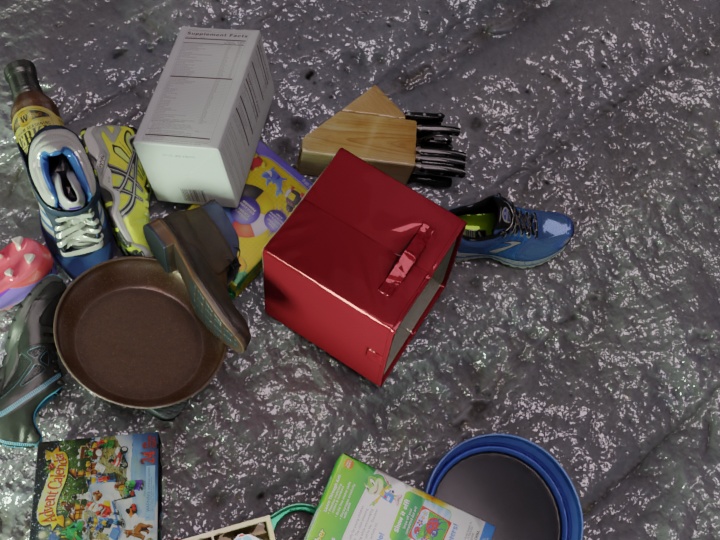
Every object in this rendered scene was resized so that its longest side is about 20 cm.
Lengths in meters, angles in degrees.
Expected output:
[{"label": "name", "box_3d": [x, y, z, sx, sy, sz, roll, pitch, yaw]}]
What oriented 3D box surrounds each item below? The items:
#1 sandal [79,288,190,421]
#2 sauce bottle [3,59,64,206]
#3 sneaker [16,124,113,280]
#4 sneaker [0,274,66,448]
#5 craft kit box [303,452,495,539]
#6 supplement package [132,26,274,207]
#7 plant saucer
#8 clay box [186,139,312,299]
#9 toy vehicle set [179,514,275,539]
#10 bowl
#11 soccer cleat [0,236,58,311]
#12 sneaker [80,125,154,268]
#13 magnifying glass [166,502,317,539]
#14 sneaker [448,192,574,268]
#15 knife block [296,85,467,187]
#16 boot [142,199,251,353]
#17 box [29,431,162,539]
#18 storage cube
[{"label": "sandal", "box_3d": [-0.272, 0.096, 1.179, 0.076, 0.043, 0.200, -34, 73, -31]}, {"label": "sauce bottle", "box_3d": [-0.402, -0.171, 1.245, 0.064, 0.065, 0.202, -19, 72, -18]}, {"label": "sneaker", "box_3d": [-0.331, -0.064, 1.128, 0.079, 0.146, 0.203, -13, 107, -13]}, {"label": "sneaker", "box_3d": [-0.372, 0.105, 1.140, 0.081, 0.073, 0.203, 19, 76, -7]}, {"label": "craft kit box", "box_3d": [0.026, 0.336, 1.093, 0.196, 0.049, 0.202, 27, 65, -4]}, {"label": "supplement package", "box_3d": [-0.189, -0.195, 1.242, 0.112, 0.110, 0.202, 6, 56, 12]}, {"label": "plant saucer", "box_3d": [-0.253, 0.076, 1.147, 0.197, 0.037, 0.203, 10, 53, -13]}, {"label": "clay box", "box_3d": [-0.153, -0.058, 1.258, 0.114, 0.048, 0.200, 38, 65, 6]}, {"label": "toy vehicle set", "box_3d": [-0.180, 0.356, 1.081, 0.197, 0.027, 0.126, -13, 80, -13]}, {"label": "bowl", "box_3d": [0.167, 0.298, 1.182, 0.197, 0.039, 0.204, 4, 68, -9]}, {"label": "soccer cleat", "box_3d": [-0.444, 0.038, 1.155, 0.199, 0.077, 0.067, -38, 64, -7]}, {"label": "sneaker", "box_3d": [-0.287, -0.099, 1.233, 0.075, 0.076, 0.202, -17, 74, -17]}, {"label": "magnifying glass", "box_3d": [-0.124, 0.311, 1.127, 0.197, 0.022, 0.081, -3, 73, -10]}, {"label": "sneaker", "box_3d": [0.192, -0.052, 1.303, 0.197, 0.089, 0.080, -3, 70, -13]}, {"label": "knife block", "box_3d": [0.038, -0.148, 1.324, 0.199, 0.064, 0.176, -39, 79, -23]}, {"label": "boot", "box_3d": [-0.164, -0.001, 1.160, 0.096, 0.075, 0.201, -31, 69, -24]}, {"label": "box", "box_3d": [-0.282, 0.276, 1.063, 0.134, 0.038, 0.202, -4, 52, -7]}, {"label": "storage cube", "box_3d": [0.000, 0.000, 1.189, 0.178, 0.201, 0.172, 31, 66, 10]}]
